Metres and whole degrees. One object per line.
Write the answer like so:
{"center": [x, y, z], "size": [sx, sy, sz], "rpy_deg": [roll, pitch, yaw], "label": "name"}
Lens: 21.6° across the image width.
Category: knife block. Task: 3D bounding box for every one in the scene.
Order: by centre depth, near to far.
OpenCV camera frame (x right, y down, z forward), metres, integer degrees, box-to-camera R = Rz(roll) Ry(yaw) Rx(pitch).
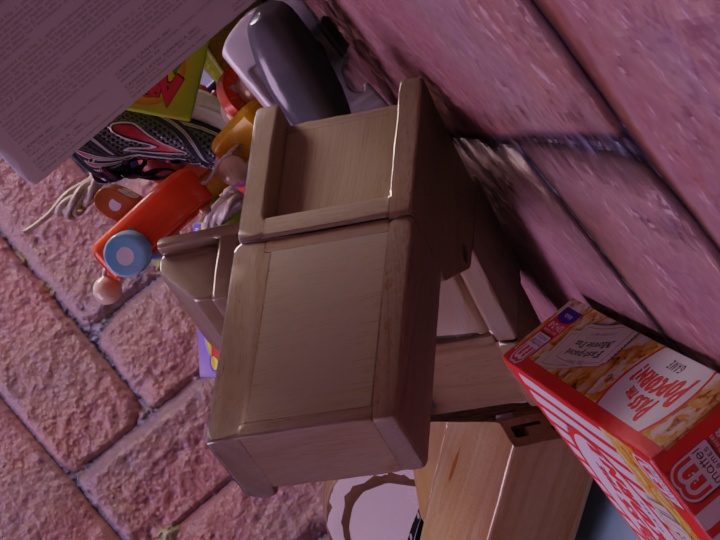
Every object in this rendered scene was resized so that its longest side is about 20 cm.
{"center": [0.086, 0.167, 1.121], "size": [0.200, 0.064, 0.176], "rpy_deg": [168, 91, -68], "label": "knife block"}

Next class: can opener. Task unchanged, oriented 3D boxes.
{"center": [0.003, -0.048, 0.923], "size": [0.200, 0.053, 0.067], "rpy_deg": [50, -152, -20], "label": "can opener"}

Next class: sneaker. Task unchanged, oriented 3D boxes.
{"center": [-0.136, -0.084, 1.162], "size": [0.200, 0.075, 0.081], "rpy_deg": [20, 171, -12], "label": "sneaker"}

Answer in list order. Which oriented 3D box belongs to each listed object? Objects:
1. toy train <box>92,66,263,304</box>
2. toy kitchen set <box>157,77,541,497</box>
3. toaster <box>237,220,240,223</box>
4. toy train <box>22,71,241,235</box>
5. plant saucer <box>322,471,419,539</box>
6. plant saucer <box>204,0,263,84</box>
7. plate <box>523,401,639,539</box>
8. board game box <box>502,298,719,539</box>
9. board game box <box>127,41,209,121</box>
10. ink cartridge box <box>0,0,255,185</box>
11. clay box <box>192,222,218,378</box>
{"center": [-0.082, -0.061, 1.012], "size": [0.056, 0.150, 0.200], "rpy_deg": [48, -164, -1], "label": "toy train"}
{"center": [-0.021, 0.054, 0.850], "size": [0.200, 0.163, 0.181], "rpy_deg": [59, -152, -46], "label": "toy kitchen set"}
{"center": [0.000, 0.000, 1.095], "size": [0.129, 0.114, 0.200], "rpy_deg": [47, 174, 3], "label": "toaster"}
{"center": [-0.117, -0.058, 1.270], "size": [0.116, 0.200, 0.085], "rpy_deg": [48, 178, -27], "label": "toy train"}
{"center": [0.054, 0.189, 1.277], "size": [0.200, 0.029, 0.200], "rpy_deg": [20, 131, 24], "label": "plant saucer"}
{"center": [-0.125, -0.202, 1.088], "size": [0.200, 0.048, 0.200], "rpy_deg": [49, 176, 34], "label": "plant saucer"}
{"center": [0.139, 0.171, 1.124], "size": [0.200, 0.026, 0.201], "rpy_deg": [30, 125, 57], "label": "plate"}
{"center": [0.144, 0.096, 0.771], "size": [0.152, 0.046, 0.200], "rpy_deg": [52, 176, -12], "label": "board game box"}
{"center": [-0.156, -0.132, 1.009], "size": [0.101, 0.048, 0.200], "rpy_deg": [9, -167, -21], "label": "board game box"}
{"center": [-0.112, -0.134, 0.711], "size": [0.050, 0.162, 0.200], "rpy_deg": [47, 175, 28], "label": "ink cartridge box"}
{"center": [-0.043, 0.018, 1.298], "size": [0.200, 0.048, 0.115], "rpy_deg": [-3, 90, 53], "label": "clay box"}
